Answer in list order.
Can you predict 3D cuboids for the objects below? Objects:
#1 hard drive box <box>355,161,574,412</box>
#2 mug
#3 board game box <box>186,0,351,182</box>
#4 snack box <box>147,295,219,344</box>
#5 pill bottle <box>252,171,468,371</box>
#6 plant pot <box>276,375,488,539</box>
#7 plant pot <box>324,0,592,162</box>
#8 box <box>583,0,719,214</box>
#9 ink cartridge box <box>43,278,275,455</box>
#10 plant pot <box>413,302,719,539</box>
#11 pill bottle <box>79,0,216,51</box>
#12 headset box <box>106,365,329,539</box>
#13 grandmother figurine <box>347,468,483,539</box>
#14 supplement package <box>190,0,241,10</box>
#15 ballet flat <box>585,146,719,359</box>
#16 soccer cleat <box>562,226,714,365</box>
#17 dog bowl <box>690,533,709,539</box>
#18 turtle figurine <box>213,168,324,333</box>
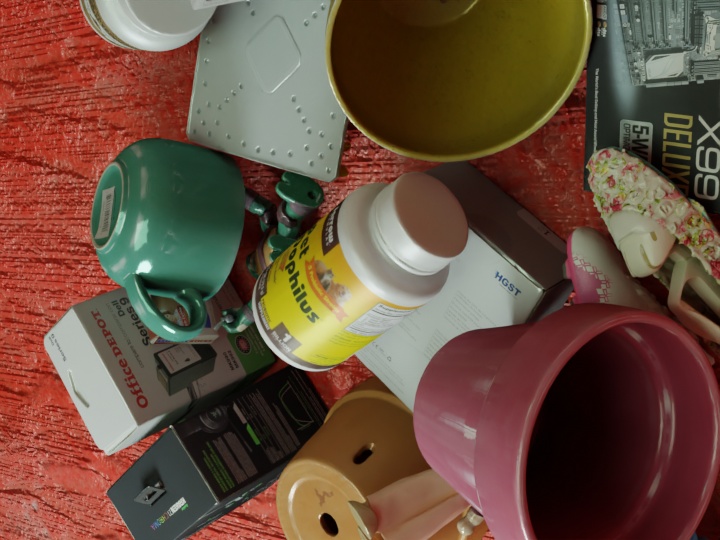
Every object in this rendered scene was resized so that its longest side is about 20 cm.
[{"bbox_3d":[0.086,0.029,1.053,0.156,0.077,0.201,43,131,21],"label":"hard drive box"},{"bbox_3d":[-0.192,-0.043,1.148,0.153,0.114,0.186,-61,35,26],"label":"mug"},{"bbox_3d":[-0.075,-0.202,1.110,0.199,0.026,0.202,19,104,36],"label":"board game box"},{"bbox_3d":[-0.206,-0.016,1.254,0.024,0.071,0.202,-41,56,45],"label":"snack box"},{"bbox_3d":[0.000,0.000,0.990,0.200,0.109,0.110,-38,80,44],"label":"pill bottle"},{"bbox_3d":[0.012,0.220,1.154,0.199,0.140,0.202,19,119,36],"label":"plant pot"},{"bbox_3d":[0.065,-0.208,0.913,0.143,0.198,0.201,-100,24,-51],"label":"plant pot"},{"bbox_3d":[0.243,-0.147,0.857,0.157,0.050,0.202,15,117,38],"label":"box"},{"bbox_3d":[-0.212,0.086,1.259,0.084,0.199,0.147,-39,79,44],"label":"ink cartridge box"},{"bbox_3d":[0.140,0.120,0.887,0.179,0.199,0.202,9,114,59],"label":"plant pot"},{"bbox_3d":[-0.198,-0.265,1.112,0.200,0.113,0.115,-153,51,-67],"label":"pill bottle"},{"bbox_3d":[-0.151,0.206,1.254,0.093,0.199,0.174,55,134,9],"label":"headset box"},{"bbox_3d":[0.091,0.190,1.045,0.061,0.199,0.122,51,164,43],"label":"grandmother figurine"},{"bbox_3d":[-0.087,-0.342,0.970,0.111,0.155,0.202,-33,75,67],"label":"supplement package"},{"bbox_3d":[0.235,-0.006,0.864,0.200,0.064,0.076,42,153,-8],"label":"ballet flat"},{"bbox_3d":[0.232,0.051,0.942,0.086,0.070,0.201,-18,100,36],"label":"soccer cleat"},{"bbox_3d":[0.246,0.229,0.970,0.200,0.050,0.111,52,147,-3],"label":"dog bowl"},{"bbox_3d":[-0.095,-0.021,1.183,0.200,0.100,0.151,146,116,-62],"label":"turtle figurine"}]
